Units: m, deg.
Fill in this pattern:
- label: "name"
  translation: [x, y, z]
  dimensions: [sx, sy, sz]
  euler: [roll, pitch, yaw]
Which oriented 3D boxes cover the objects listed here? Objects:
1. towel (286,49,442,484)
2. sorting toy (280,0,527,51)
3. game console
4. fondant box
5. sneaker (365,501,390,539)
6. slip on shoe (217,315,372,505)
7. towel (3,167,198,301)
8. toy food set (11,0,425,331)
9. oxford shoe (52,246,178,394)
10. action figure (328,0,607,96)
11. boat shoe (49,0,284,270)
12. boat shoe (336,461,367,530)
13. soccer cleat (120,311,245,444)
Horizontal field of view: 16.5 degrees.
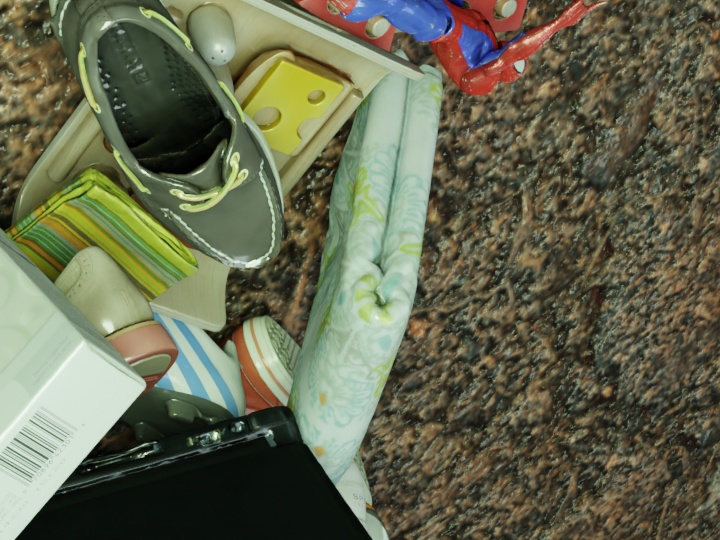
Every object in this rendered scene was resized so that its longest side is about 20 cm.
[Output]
- label: "towel"
  translation: [0.000, 0.000, 1.391]
  dimensions: [0.048, 0.201, 0.172]
  euler: [12, 140, -4]
- label: "sorting toy"
  translation: [0.024, -0.205, 1.337]
  dimensions: [0.198, 0.070, 0.201]
  euler: [-12, 130, -38]
- label: "game console"
  translation: [-0.116, 0.156, 1.325]
  dimensions: [0.199, 0.117, 0.176]
  euler: [-14, 161, -21]
- label: "fondant box"
  translation: [-0.215, 0.046, 1.208]
  dimensions: [0.144, 0.200, 0.058]
  euler: [-49, 140, 1]
- label: "sneaker"
  translation: [-0.057, 0.223, 1.514]
  dimensions: [0.092, 0.076, 0.201]
  euler: [27, 95, -46]
- label: "slip on shoe"
  translation: [-0.044, 0.096, 1.537]
  dimensions: [0.061, 0.074, 0.200]
  euler: [-26, 144, 8]
- label: "towel"
  translation: [-0.184, 0.029, 1.300]
  dimensions: [0.200, 0.018, 0.086]
  euler: [-36, 126, 18]
- label: "toy food set"
  translation: [-0.076, -0.060, 1.317]
  dimensions: [0.143, 0.061, 0.200]
  euler: [20, 123, -36]
- label: "oxford shoe"
  translation: [-0.165, 0.055, 1.285]
  dimensions: [0.070, 0.075, 0.200]
  euler: [-14, 162, -46]
- label: "action figure"
  translation: [0.047, -0.153, 1.287]
  dimensions: [0.099, 0.065, 0.200]
  euler: [-40, 145, 16]
- label: "boat shoe"
  translation: [-0.091, -0.066, 1.234]
  dimensions: [0.071, 0.061, 0.202]
  euler: [-30, 128, 3]
- label: "boat shoe"
  translation: [-0.095, 0.140, 1.485]
  dimensions: [0.199, 0.070, 0.071]
  euler: [1, 157, -5]
- label: "soccer cleat"
  translation: [-0.146, 0.036, 1.389]
  dimensions: [0.070, 0.087, 0.200]
  euler: [-31, 130, 32]
